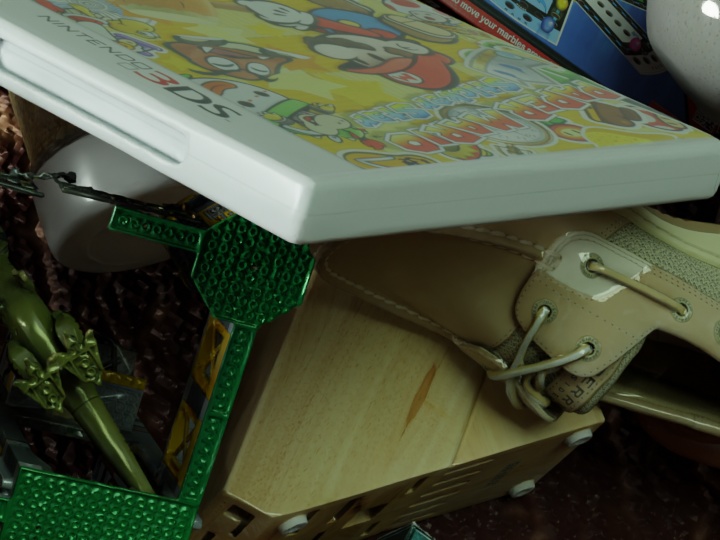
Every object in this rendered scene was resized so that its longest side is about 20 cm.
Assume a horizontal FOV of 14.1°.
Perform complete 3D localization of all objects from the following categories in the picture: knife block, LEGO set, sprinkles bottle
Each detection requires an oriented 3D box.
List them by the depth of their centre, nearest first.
[{"bbox_3d":[-0.120,0.011,0.901,0.200,0.116,0.154,5,103,-18],"label":"LEGO set"},{"bbox_3d":[0.000,0.000,1.012,0.200,0.064,0.176,-15,70,-31],"label":"knife block"},{"bbox_3d":[-0.102,-0.101,1.014,0.068,0.068,0.200,-8,67,-29],"label":"sprinkles bottle"}]

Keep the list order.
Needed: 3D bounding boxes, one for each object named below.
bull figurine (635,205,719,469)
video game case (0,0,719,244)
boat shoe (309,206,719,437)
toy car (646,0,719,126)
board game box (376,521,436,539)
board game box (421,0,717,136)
[{"bbox_3d":[0.170,0.009,1.086,0.121,0.065,0.200,36,54,2],"label":"bull figurine"},{"bbox_3d":[-0.013,-0.058,0.904,0.182,0.023,0.200,28,23,36],"label":"video game case"},{"bbox_3d":[0.071,0.014,0.957,0.200,0.072,0.065,15,57,-24],"label":"boat shoe"},{"bbox_3d":[0.210,-0.081,1.039,0.175,0.150,0.200,-37,77,1],"label":"toy car"},{"bbox_3d":[0.063,0.191,0.938,0.200,0.028,0.135,37,55,-15],"label":"board game box"},{"bbox_3d":[0.072,-0.125,1.051,0.200,0.019,0.103,32,81,-32],"label":"board game box"}]
